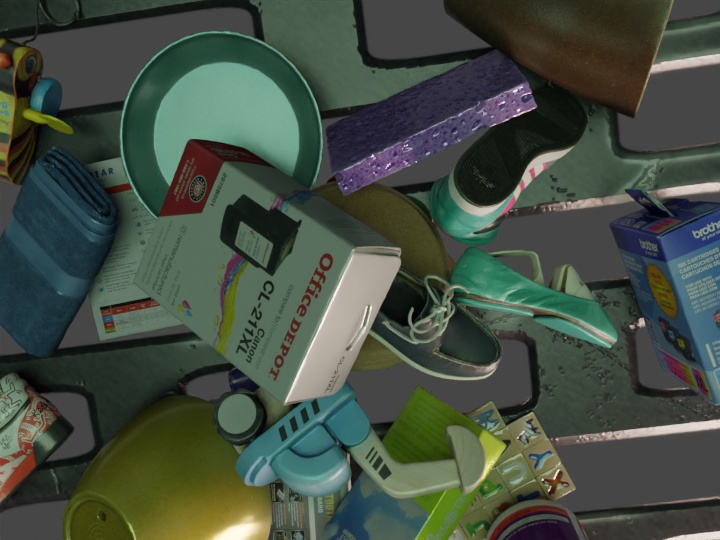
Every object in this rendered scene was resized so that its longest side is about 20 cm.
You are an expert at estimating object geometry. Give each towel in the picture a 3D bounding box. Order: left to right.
[{"bbox_3d":[-0.310,-0.013,0.833,0.112,0.048,0.201,44,120,13],"label":"towel"}]

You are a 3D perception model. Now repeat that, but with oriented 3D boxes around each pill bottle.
[{"bbox_3d":[0.194,0.327,0.816,0.110,0.200,0.115,-1,110,-3],"label":"pill bottle"}]

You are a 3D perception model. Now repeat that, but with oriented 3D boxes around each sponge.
[{"bbox_3d":[0.061,-0.148,0.800,0.197,0.112,0.030,-24,122,7],"label":"sponge"}]

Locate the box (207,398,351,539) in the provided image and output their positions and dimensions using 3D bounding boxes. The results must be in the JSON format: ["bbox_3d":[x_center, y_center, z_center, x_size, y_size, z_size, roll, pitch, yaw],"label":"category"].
[{"bbox_3d":[-0.088,0.241,0.901,0.155,0.048,0.204,-3,99,3],"label":"box"}]

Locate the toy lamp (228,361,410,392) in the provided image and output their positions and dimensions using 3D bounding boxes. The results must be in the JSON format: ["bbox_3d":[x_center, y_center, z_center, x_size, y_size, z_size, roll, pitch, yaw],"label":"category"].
[{"bbox_3d":[-0.041,0.097,0.873,0.196,0.058,0.059,-13,98,4],"label":"toy lamp"}]

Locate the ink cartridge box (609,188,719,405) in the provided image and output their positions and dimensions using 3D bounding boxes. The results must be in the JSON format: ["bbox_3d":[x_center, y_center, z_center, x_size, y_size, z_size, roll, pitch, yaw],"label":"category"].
[{"bbox_3d":[0.315,0.009,0.798,0.075,0.136,0.203,-21,97,1],"label":"ink cartridge box"}]

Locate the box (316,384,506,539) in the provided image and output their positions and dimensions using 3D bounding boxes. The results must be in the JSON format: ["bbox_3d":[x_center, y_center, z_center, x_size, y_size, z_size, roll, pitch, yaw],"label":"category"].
[{"bbox_3d":[0.046,0.228,0.829,0.048,0.121,0.201,38,82,-33],"label":"box"}]

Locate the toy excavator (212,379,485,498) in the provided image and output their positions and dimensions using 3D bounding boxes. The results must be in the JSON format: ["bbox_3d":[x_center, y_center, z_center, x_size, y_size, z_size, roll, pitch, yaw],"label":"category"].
[{"bbox_3d":[-0.010,0.164,0.768,0.193,0.100,0.201,-36,70,-12],"label":"toy excavator"}]

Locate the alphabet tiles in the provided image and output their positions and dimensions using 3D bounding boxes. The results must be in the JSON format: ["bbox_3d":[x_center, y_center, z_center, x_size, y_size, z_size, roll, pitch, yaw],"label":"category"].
[{"bbox_3d":[0.127,0.245,0.911,0.198,0.006,0.168,-30,97,7],"label":"alphabet tiles"}]

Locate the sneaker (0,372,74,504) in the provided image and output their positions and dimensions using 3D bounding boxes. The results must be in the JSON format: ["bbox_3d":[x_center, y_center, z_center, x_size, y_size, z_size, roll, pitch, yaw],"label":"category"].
[{"bbox_3d":[-0.417,0.204,0.905,0.201,0.067,0.108,-44,94,5],"label":"sneaker"}]

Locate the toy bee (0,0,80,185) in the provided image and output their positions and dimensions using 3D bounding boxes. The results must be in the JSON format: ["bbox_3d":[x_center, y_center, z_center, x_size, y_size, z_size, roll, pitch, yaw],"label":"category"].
[{"bbox_3d":[-0.352,-0.185,0.819,0.128,0.109,0.204,-2,99,5],"label":"toy bee"}]

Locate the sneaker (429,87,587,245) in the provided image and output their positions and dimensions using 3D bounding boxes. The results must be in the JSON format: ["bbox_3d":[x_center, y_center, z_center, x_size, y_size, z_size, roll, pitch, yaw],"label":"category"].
[{"bbox_3d":[0.138,-0.094,0.821,0.199,0.121,0.084,-38,82,-31],"label":"sneaker"}]

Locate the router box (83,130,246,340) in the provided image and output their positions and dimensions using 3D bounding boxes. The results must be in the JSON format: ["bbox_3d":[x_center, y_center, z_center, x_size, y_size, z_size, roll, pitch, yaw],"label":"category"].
[{"bbox_3d":[-0.192,-0.036,0.863,0.196,0.049,0.183,-10,98,5],"label":"router box"}]

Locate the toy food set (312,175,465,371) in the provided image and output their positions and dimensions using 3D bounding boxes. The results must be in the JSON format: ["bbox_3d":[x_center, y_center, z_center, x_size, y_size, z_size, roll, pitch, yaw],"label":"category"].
[{"bbox_3d":[0.000,0.000,0.825,0.198,0.049,0.200,-28,82,-19],"label":"toy food set"}]

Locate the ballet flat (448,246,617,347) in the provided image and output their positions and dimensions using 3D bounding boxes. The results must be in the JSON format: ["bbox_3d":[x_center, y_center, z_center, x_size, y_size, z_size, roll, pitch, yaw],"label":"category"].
[{"bbox_3d":[0.182,0.021,0.830,0.197,0.067,0.072,17,85,-18],"label":"ballet flat"}]

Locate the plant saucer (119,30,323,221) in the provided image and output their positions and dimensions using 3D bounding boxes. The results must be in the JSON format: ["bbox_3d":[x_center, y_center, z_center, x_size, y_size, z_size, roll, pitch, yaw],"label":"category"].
[{"bbox_3d":[-0.132,-0.126,0.803,0.196,0.036,0.204,0,99,2],"label":"plant saucer"}]

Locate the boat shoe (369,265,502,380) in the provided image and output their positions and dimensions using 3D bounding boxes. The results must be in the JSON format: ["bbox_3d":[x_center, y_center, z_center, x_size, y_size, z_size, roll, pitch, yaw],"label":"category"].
[{"bbox_3d":[0.051,0.036,0.766,0.198,0.062,0.076,32,60,-4],"label":"boat shoe"}]

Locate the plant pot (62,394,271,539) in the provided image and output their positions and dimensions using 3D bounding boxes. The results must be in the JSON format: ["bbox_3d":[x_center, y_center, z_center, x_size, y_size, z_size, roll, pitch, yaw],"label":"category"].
[{"bbox_3d":[-0.207,0.243,0.824,0.197,0.141,0.204,6,102,28],"label":"plant pot"}]

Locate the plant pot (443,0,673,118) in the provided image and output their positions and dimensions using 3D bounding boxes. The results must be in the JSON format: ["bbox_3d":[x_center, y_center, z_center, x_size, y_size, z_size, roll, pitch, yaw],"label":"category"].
[{"bbox_3d":[0.182,-0.257,0.757,0.197,0.187,0.190,18,100,14],"label":"plant pot"}]

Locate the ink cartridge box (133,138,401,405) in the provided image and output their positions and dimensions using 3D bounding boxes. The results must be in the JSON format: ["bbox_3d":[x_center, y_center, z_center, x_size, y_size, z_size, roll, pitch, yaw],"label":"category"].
[{"bbox_3d":[-0.084,-0.003,0.716,0.199,0.082,0.148,33,105,27],"label":"ink cartridge box"}]
